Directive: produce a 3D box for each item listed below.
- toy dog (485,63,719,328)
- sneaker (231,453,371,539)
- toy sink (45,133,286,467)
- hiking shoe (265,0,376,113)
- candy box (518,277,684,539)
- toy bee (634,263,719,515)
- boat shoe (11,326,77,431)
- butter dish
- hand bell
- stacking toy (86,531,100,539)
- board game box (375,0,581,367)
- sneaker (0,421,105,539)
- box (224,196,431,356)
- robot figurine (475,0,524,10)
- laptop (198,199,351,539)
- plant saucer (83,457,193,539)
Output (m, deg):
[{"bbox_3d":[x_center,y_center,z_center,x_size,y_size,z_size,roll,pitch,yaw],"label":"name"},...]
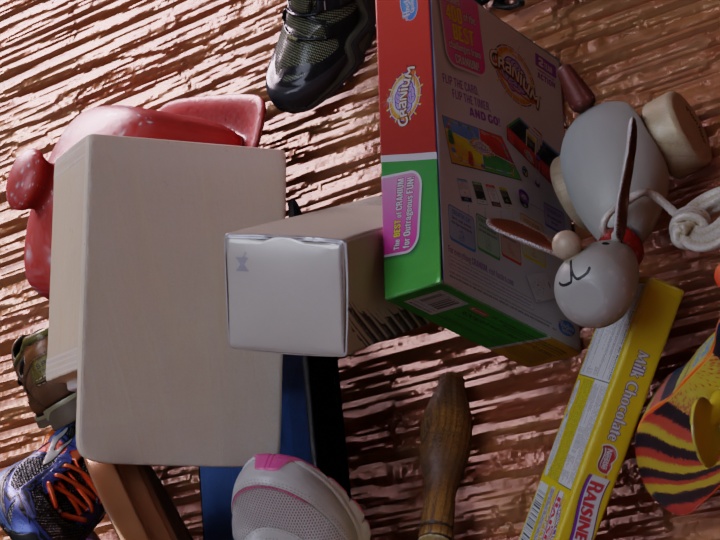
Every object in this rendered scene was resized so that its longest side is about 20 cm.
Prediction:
[{"bbox_3d":[0.133,-0.054,1.180,0.132,0.096,0.200,-38,14,8],"label":"toy dog"},{"bbox_3d":[-0.040,0.205,1.240,0.081,0.088,0.201,0,114,23],"label":"sneaker"},{"bbox_3d":[-0.125,0.025,1.327,0.112,0.130,0.201,160,111,-68],"label":"toy sink"},{"bbox_3d":[-0.033,-0.210,1.444,0.076,0.100,0.201,23,91,46],"label":"hiking shoe"},{"bbox_3d":[0.129,0.100,1.188,0.102,0.026,0.201,-165,95,-84],"label":"candy box"},{"bbox_3d":[0.210,0.041,1.112,0.200,0.109,0.131,-40,7,16],"label":"toy bee"},{"bbox_3d":[-0.206,0.067,1.471,0.068,0.072,0.200,61,166,-2],"label":"boat shoe"},{"bbox_3d":[-0.177,-0.044,1.468,0.200,0.147,0.201,6,80,61],"label":"butter dish"},{"bbox_3d":[0.045,0.151,1.260,0.104,0.104,0.201,-21,50,37],"label":"hand bell"},{"bbox_3d":[-0.166,0.251,1.411,0.200,0.085,0.086,36,100,45],"label":"stacking toy"},{"bbox_3d":[0.071,-0.059,1.251,0.040,0.153,0.201,-17,63,33],"label":"board game box"},{"bbox_3d":[-0.190,0.136,1.427,0.078,0.075,0.200,-36,12,21],"label":"sneaker"},{"bbox_3d":[0.000,0.000,1.252,0.082,0.200,0.069,3,100,26],"label":"box"},{"bbox_3d":[0.110,-0.241,1.348,0.199,0.058,0.146,5,78,44],"label":"robot figurine"},{"bbox_3d":[-0.071,0.088,1.365,0.115,0.200,0.188,-9,65,5],"label":"laptop"},{"bbox_3d":[-0.117,0.189,1.324,0.032,0.201,0.201,-29,50,-4],"label":"plant saucer"}]
